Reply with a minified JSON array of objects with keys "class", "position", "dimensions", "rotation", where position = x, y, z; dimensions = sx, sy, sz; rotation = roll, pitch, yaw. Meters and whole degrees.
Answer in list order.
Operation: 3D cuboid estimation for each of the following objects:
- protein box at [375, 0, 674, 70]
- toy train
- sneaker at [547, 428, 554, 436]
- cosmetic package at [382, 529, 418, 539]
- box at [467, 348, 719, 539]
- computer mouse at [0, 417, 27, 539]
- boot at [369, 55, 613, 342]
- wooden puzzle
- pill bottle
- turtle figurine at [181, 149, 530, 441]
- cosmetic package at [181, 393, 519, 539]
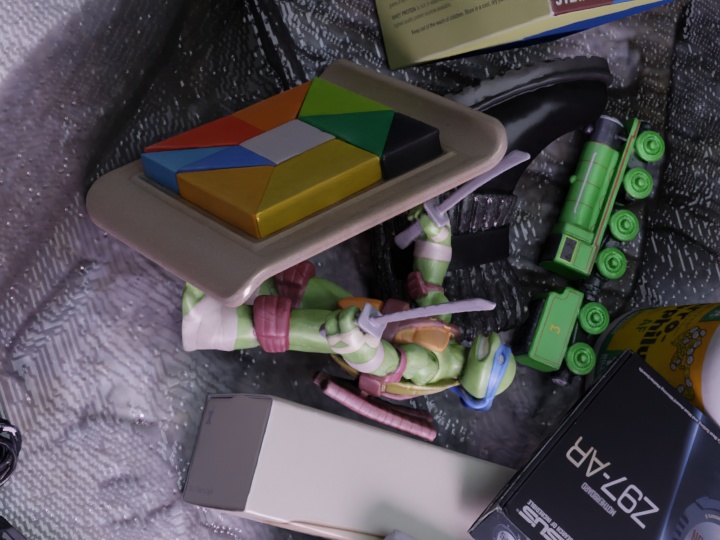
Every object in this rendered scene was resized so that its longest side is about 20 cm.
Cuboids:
[{"class":"protein box","position":[0.099,-0.249,1.118],"dimensions":[0.135,0.198,0.200],"rotation":[-14,93,-28]},{"class":"toy train","position":[0.157,-0.018,1.224],"dimensions":[0.056,0.042,0.200],"rotation":[23,76,-14]},{"class":"sneaker","position":[0.188,0.189,1.206],"dimensions":[0.200,0.073,0.071],"rotation":[47,65,-17]},{"class":"cosmetic package","position":[0.054,0.254,1.092],"dimensions":[0.200,0.151,0.052],"rotation":[29,39,-22]},{"class":"box","position":[0.188,0.168,1.078],"dimensions":[0.200,0.044,0.160],"rotation":[43,54,5]},{"class":"computer mouse","position":[-0.203,0.196,1.019],"dimensions":[0.138,0.053,0.200],"rotation":[-40,94,-25]},{"class":"boot","position":[0.092,-0.043,1.166],"dimensions":[0.211,0.079,0.158],"rotation":[-20,89,-16]},{"class":"wooden puzzle","position":[-0.042,-0.064,1.044],"dimensions":[0.200,0.185,0.037],"rotation":[-31,125,-24]},{"class":"pill bottle","position":[0.247,0.076,1.173],"dimensions":[0.113,0.200,0.113],"rotation":[2,86,-27]},{"class":"turtle figurine","position":[0.000,0.000,1.041],"dimensions":[0.194,0.200,0.144],"rotation":[8,60,9]},{"class":"cosmetic package","position":[0.004,0.136,1.098],"dimensions":[0.200,0.104,0.073],"rotation":[18,79,-24]}]
